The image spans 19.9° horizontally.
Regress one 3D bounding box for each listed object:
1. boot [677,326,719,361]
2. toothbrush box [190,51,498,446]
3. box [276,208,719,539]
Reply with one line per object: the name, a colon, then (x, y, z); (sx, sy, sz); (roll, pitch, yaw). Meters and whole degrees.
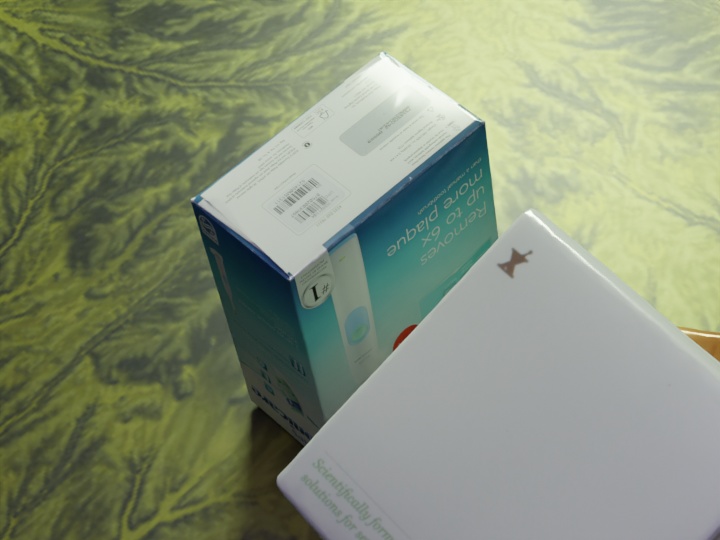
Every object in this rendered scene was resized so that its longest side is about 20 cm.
boot: (0.267, 0.047, 1.132); (0.200, 0.068, 0.188); (2, 77, 31)
toothbrush box: (0.000, 0.000, 1.167); (0.146, 0.200, 0.085); (-39, 58, -21)
box: (0.111, 0.120, 1.046); (0.200, 0.171, 0.199); (-46, 58, 0)
